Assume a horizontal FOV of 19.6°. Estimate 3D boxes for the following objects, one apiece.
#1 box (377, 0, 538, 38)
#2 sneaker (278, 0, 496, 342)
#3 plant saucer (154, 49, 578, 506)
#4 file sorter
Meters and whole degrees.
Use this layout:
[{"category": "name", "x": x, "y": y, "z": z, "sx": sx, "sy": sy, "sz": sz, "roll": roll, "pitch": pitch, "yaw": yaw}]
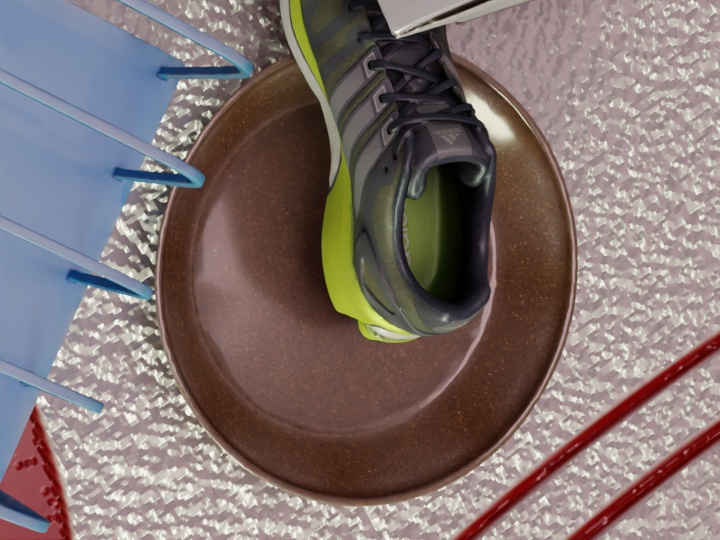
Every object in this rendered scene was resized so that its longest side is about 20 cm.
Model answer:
[{"category": "box", "x": 0.047, "y": -0.191, "z": 0.799, "sx": 0.097, "sy": 0.200, "sz": 0.177, "roll": -22, "pitch": 92, "yaw": 22}, {"category": "sneaker", "x": 0.021, "y": -0.066, "z": 0.838, "sx": 0.074, "sy": 0.081, "sz": 0.200, "roll": -15, "pitch": 101, "yaw": -24}, {"category": "plant saucer", "x": 0.000, "y": 0.000, "z": 0.898, "sx": 0.200, "sy": 0.037, "sz": 0.201, "roll": -2, "pitch": 94, "yaw": -26}, {"category": "file sorter", "x": -0.146, "y": -0.019, "z": 0.779, "sx": 0.139, "sy": 0.123, "sz": 0.200, "roll": 26, "pitch": 82, "yaw": -25}]
